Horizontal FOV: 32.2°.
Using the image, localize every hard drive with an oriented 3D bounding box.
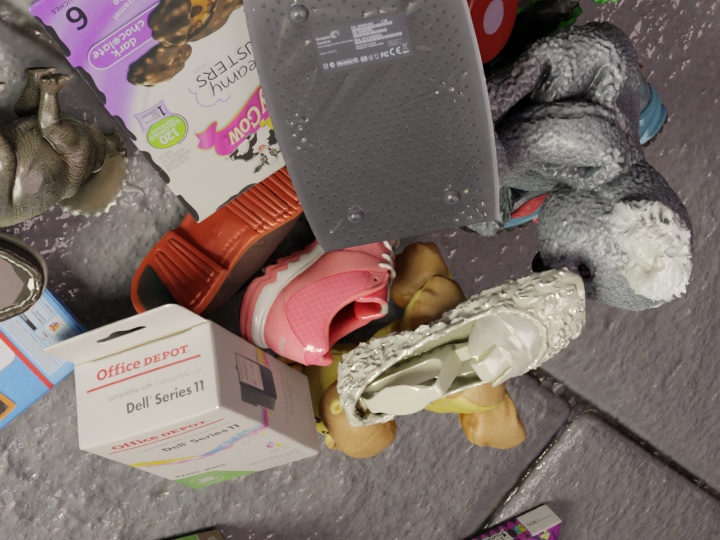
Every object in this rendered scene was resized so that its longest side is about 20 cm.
[{"bbox_3d":[0.011,-0.108,0.773,0.133,0.043,0.201,-11,128,8],"label":"hard drive"}]

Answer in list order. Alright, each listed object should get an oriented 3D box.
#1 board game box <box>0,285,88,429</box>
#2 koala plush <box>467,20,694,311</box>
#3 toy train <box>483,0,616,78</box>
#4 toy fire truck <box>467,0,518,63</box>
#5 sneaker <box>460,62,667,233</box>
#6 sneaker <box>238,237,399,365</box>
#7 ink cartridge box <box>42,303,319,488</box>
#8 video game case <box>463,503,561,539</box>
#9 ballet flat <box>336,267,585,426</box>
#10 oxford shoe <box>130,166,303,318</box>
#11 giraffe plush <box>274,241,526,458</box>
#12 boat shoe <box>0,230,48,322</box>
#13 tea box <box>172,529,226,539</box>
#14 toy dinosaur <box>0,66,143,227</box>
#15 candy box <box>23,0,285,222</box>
[{"bbox_3d":[-0.295,0.066,0.833,0.200,0.037,0.152,-40,135,-9],"label":"board game box"},{"bbox_3d":[0.168,-0.057,0.906,0.183,0.201,0.177,-37,168,1],"label":"koala plush"},{"bbox_3d":[0.137,-0.189,0.933,0.199,0.056,0.042,-34,94,19],"label":"toy train"},{"bbox_3d":[0.074,-0.244,0.855,0.168,0.112,0.201,-40,140,-33],"label":"toy fire truck"},{"bbox_3d":[0.151,-0.110,1.035,0.199,0.079,0.096,-35,107,-3],"label":"sneaker"},{"bbox_3d":[0.000,0.000,0.949,0.200,0.086,0.074,-47,149,-26],"label":"sneaker"},{"bbox_3d":[-0.125,0.096,0.896,0.116,0.068,0.200,-19,154,18],"label":"ink cartridge box"},{"bbox_3d":[0.130,0.367,1.362,0.180,0.036,0.202,-18,128,-28],"label":"video game case"},{"bbox_3d":[0.070,0.064,0.873,0.199,0.072,0.072,-25,140,22],"label":"ballet flat"},{"bbox_3d":[-0.087,-0.036,0.913,0.200,0.071,0.073,-45,166,-8],"label":"oxford shoe"},{"bbox_3d":[0.021,0.083,1.013,0.161,0.200,0.174,-26,99,1],"label":"giraffe plush"},{"bbox_3d":[-0.286,0.008,0.744,0.199,0.061,0.073,2,100,-20],"label":"boat shoe"},{"bbox_3d":[-0.187,0.352,1.045,0.195,0.134,0.202,-9,124,-33],"label":"tea box"},{"bbox_3d":[-0.216,-0.067,0.766,0.199,0.077,0.103,-20,113,-36],"label":"toy dinosaur"},{"bbox_3d":[-0.092,-0.154,0.791,0.167,0.072,0.200,-33,134,1],"label":"candy box"}]
